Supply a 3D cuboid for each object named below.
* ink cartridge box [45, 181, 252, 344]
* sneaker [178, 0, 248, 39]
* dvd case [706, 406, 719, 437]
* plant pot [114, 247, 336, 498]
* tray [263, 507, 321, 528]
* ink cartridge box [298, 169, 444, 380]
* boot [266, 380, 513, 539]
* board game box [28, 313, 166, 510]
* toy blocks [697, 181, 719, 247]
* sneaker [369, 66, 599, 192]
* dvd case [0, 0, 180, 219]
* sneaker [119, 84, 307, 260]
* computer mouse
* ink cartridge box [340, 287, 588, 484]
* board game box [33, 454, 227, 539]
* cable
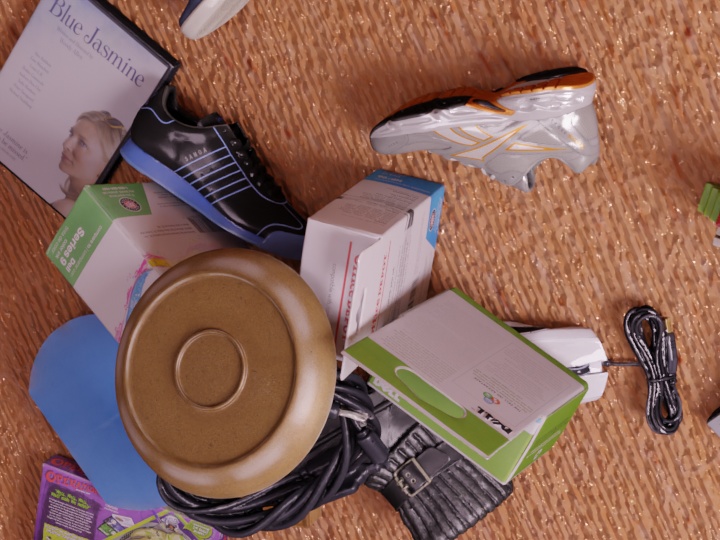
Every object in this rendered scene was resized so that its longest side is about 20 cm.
[{"bbox_3d":[-0.153,0.019,1.454,0.200,0.145,0.088,45,116,22],"label":"ink cartridge box"},{"bbox_3d":[-0.109,-0.291,1.405,0.084,0.075,0.200,38,107,5],"label":"sneaker"},{"bbox_3d":[0.383,0.130,1.319,0.150,0.025,0.200,45,144,4],"label":"dvd case"},{"bbox_3d":[-0.114,0.080,1.328,0.199,0.027,0.201,-3,81,22],"label":"plant pot"},{"bbox_3d":[-0.092,0.137,1.560,0.098,0.037,0.201,5,110,21],"label":"tray"},{"bbox_3d":[0.000,0.000,1.383,0.068,0.200,0.117,15,112,17],"label":"ink cartridge box"},{"bbox_3d":[0.013,0.189,1.487,0.211,0.079,0.158,-31,96,13],"label":"boot"},{"bbox_3d":[-0.221,0.129,1.608,0.158,0.039,0.200,-34,92,28],"label":"board game box"},{"bbox_3d":[0.346,-0.018,1.270,0.199,0.137,0.100,21,114,15],"label":"toy blocks"},{"bbox_3d":[0.103,-0.104,1.380,0.199,0.076,0.092,-7,109,25],"label":"sneaker"},{"bbox_3d":[-0.268,-0.158,1.544,0.143,0.018,0.200,40,117,7],"label":"dvd case"},{"bbox_3d":[-0.115,-0.087,1.476,0.200,0.070,0.078,32,104,4],"label":"sneaker"},{"bbox_3d":[0.172,0.086,1.429,0.199,0.044,0.110,-2,107,23],"label":"computer mouse"},{"bbox_3d":[0.073,0.103,1.339,0.148,0.200,0.076,36,118,18],"label":"ink cartridge box"},{"bbox_3d":[-0.231,0.270,1.666,0.199,0.032,0.121,19,117,15],"label":"board game box"},{"bbox_3d":[-0.081,0.149,1.390,0.199,0.051,0.164,-18,132,8],"label":"cable"}]
